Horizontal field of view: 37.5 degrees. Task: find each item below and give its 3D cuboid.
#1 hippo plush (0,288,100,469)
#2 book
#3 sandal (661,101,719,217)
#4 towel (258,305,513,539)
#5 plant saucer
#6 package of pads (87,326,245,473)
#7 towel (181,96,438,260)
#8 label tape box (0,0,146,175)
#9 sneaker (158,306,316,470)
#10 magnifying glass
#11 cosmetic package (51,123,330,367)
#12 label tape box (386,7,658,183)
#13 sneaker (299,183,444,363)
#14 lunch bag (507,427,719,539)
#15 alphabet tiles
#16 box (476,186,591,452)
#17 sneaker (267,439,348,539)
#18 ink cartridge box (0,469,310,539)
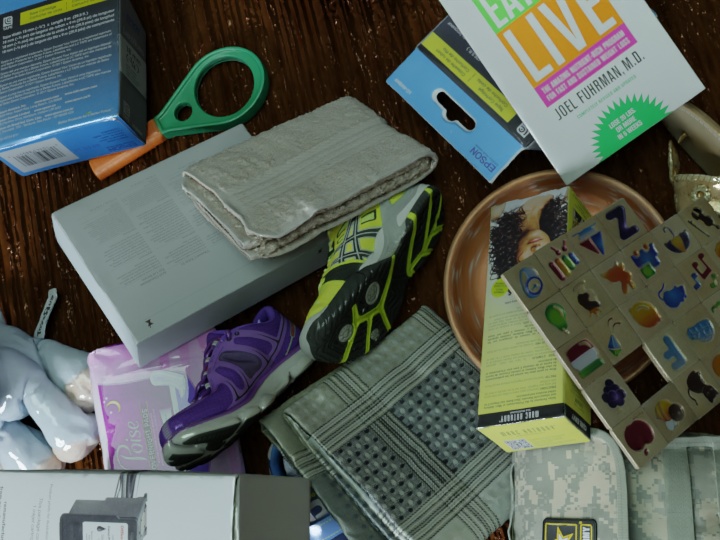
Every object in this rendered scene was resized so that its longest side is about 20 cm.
[{"bbox_3d":[-0.323,0.099,0.951,0.158,0.161,0.201,-3,76,14],"label":"hippo plush"},{"bbox_3d":[0.166,-0.190,0.863,0.133,0.048,0.200,-36,91,15],"label":"book"},{"bbox_3d":[0.295,-0.051,0.868,0.070,0.078,0.212,-39,76,-3],"label":"sandal"},{"bbox_3d":[0.047,0.140,0.867,0.200,0.035,0.193,-34,68,-26],"label":"towel"},{"bbox_3d":[0.171,0.013,0.905,0.199,0.037,0.202,-4,75,13],"label":"plant saucer"},{"bbox_3d":[-0.165,0.159,0.931,0.120,0.076,0.201,-11,74,-8],"label":"package of pads"},{"bbox_3d":[-0.047,-0.088,0.931,0.199,0.035,0.132,-30,49,-24],"label":"towel"},{"bbox_3d":[-0.290,-0.210,1.061,0.143,0.063,0.201,-11,67,15],"label":"label tape box"},{"bbox_3d":[-0.113,0.094,0.889,0.083,0.200,0.081,45,123,2],"label":"sneaker"},{"bbox_3d":[-0.180,-0.151,1.049,0.199,0.022,0.080,-30,71,5],"label":"magnifying glass"},{"bbox_3d":[-0.149,-0.027,0.948,0.199,0.052,0.151,-29,65,-23],"label":"cosmetic package"},{"bbox_3d":[0.144,-0.186,0.946,0.200,0.066,0.143,-45,69,3],"label":"label tape box"},{"bbox_3d":[0.000,0.000,0.921,0.076,0.076,0.200,15,51,29],"label":"sneaker"},{"bbox_3d":[0.208,0.205,0.798,0.199,0.118,0.165,0,77,4],"label":"lunch bag"},{"bbox_3d":[0.224,0.026,0.798,0.199,0.008,0.168,-30,80,-26],"label":"alphabet tiles"},{"bbox_3d":[0.138,0.035,0.823,0.075,0.050,0.201,-15,54,32],"label":"box"},{"bbox_3d":[-0.022,0.217,0.887,0.074,0.082,0.201,-33,73,3],"label":"sneaker"},{"bbox_3d":[-0.150,0.191,0.788,0.199,0.145,0.084,-3,78,18],"label":"ink cartridge box"}]
